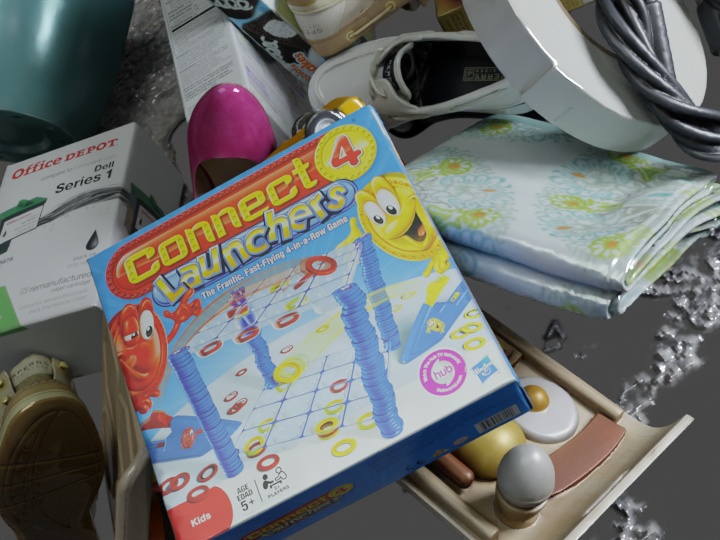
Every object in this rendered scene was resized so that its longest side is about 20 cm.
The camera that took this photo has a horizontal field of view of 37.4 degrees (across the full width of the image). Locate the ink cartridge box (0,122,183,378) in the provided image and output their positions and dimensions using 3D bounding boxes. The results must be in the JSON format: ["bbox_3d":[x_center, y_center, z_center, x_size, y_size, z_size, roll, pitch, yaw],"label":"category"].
[{"bbox_3d":[-0.239,-0.013,0.892,0.146,0.084,0.200,-15,49,19],"label":"ink cartridge box"}]

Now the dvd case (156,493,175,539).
[{"bbox_3d":[-0.087,0.109,0.733,0.200,0.025,0.151,-32,47,41],"label":"dvd case"}]

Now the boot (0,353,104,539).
[{"bbox_3d":[-0.228,0.112,0.765,0.073,0.200,0.156,-11,46,-17],"label":"boot"}]

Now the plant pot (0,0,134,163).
[{"bbox_3d":[-0.321,-0.196,1.001,0.200,0.200,0.161,-6,72,25],"label":"plant pot"}]

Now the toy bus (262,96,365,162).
[{"bbox_3d":[-0.062,-0.031,0.729,0.200,0.078,0.065,-43,13,-5],"label":"toy bus"}]

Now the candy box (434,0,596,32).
[{"bbox_3d":[0.153,-0.267,0.867,0.199,0.056,0.117,-19,53,16],"label":"candy box"}]

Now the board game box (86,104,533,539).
[{"bbox_3d":[-0.036,0.035,0.609,0.200,0.056,0.196,-29,61,4],"label":"board game box"}]

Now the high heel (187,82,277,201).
[{"bbox_3d":[-0.098,-0.040,0.783,0.067,0.200,0.096,5,51,-10],"label":"high heel"}]

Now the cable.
[{"bbox_3d":[0.219,-0.160,0.704,0.051,0.163,0.201,-35,45,45],"label":"cable"}]

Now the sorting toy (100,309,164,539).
[{"bbox_3d":[-0.152,0.121,0.712,0.036,0.186,0.200,-1,39,-16],"label":"sorting toy"}]

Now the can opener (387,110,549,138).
[{"bbox_3d":[0.084,-0.141,0.820,0.200,0.063,0.079,7,72,31],"label":"can opener"}]

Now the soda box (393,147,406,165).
[{"bbox_3d":[0.000,0.000,0.779,0.071,0.063,0.201,-13,57,21],"label":"soda box"}]

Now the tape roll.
[{"bbox_3d":[0.153,-0.175,0.725,0.037,0.202,0.203,-38,41,45],"label":"tape roll"}]

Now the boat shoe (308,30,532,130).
[{"bbox_3d":[0.038,-0.139,0.771,0.200,0.066,0.072,7,90,32],"label":"boat shoe"}]

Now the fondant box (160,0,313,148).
[{"bbox_3d":[-0.096,-0.160,0.879,0.058,0.144,0.200,-27,52,13],"label":"fondant box"}]

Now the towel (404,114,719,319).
[{"bbox_3d":[0.118,-0.044,0.692,0.200,0.048,0.171,19,33,33],"label":"towel"}]

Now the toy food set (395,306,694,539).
[{"bbox_3d":[0.076,0.072,0.636,0.200,0.061,0.143,37,52,26],"label":"toy food set"}]

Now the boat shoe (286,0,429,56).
[{"bbox_3d":[0.028,-0.236,0.841,0.200,0.069,0.074,-34,39,-19],"label":"boat shoe"}]

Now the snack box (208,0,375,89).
[{"bbox_3d":[-0.057,-0.222,0.859,0.037,0.200,0.116,-21,52,30],"label":"snack box"}]
